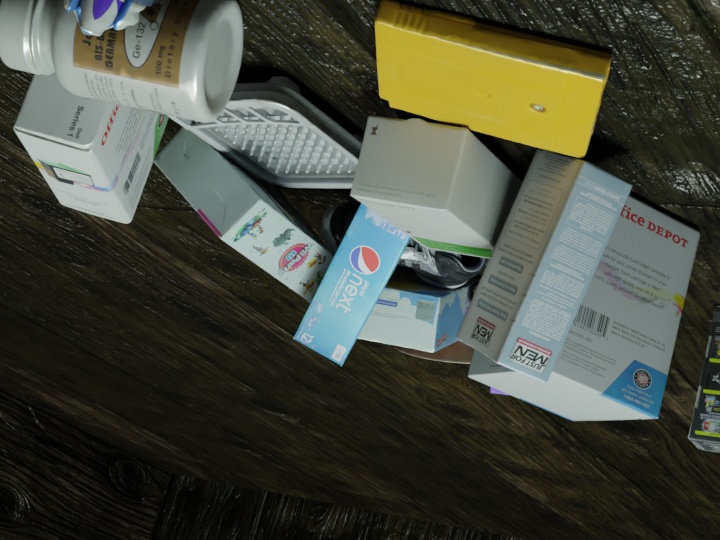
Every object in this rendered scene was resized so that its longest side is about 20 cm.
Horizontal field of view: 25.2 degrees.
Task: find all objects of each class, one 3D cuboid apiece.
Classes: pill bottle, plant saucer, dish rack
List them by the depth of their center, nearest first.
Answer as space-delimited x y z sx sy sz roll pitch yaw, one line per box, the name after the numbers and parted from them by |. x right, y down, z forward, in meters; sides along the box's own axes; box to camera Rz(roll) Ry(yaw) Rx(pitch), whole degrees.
-0.213 -0.205 1.426 0.198 0.115 0.114 13 163 12 | pill bottle
-0.082 -0.142 1.633 0.170 0.044 0.200 2 158 38 | dish rack
0.138 0.082 2.041 0.198 0.032 0.200 1 -170 0 | plant saucer

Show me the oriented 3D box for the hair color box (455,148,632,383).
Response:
0.171 -0.007 1.514 0.060 0.202 0.099 23 -178 -23 | hair color box

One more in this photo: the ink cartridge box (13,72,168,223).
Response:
-0.256 -0.153 1.579 0.083 0.146 0.200 16 164 8 | ink cartridge box

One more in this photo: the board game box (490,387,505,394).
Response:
0.273 0.127 2.023 0.198 0.045 0.134 5 -169 16 | board game box

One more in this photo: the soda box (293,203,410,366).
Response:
0.000 0.000 1.730 0.064 0.068 0.201 29 122 1 | soda box

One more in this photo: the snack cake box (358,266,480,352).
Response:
0.066 0.043 1.911 0.114 0.068 0.200 9 -172 18 | snack cake box

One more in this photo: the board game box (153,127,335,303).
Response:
-0.118 -0.062 1.759 0.148 0.064 0.200 48 -173 34 | board game box

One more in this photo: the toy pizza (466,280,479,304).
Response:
0.218 0.054 1.860 0.198 0.032 0.201 20 -160 -8 | toy pizza

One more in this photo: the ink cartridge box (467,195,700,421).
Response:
0.226 0.033 1.628 0.146 0.202 0.146 24 163 -25 | ink cartridge box

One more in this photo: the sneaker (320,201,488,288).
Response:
0.061 -0.037 1.789 0.198 0.076 0.114 17 164 -25 | sneaker

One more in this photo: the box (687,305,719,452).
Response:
0.473 0.128 1.768 0.198 0.162 0.044 4 161 34 | box

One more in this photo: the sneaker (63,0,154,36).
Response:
-0.163 -0.244 1.193 0.080 0.148 0.200 22 163 -20 | sneaker

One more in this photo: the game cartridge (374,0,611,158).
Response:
0.111 -0.166 1.402 0.198 0.033 0.176 17 164 7 | game cartridge

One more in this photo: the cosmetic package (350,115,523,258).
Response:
0.081 -0.078 1.571 0.107 0.086 0.200 10 172 27 | cosmetic package
